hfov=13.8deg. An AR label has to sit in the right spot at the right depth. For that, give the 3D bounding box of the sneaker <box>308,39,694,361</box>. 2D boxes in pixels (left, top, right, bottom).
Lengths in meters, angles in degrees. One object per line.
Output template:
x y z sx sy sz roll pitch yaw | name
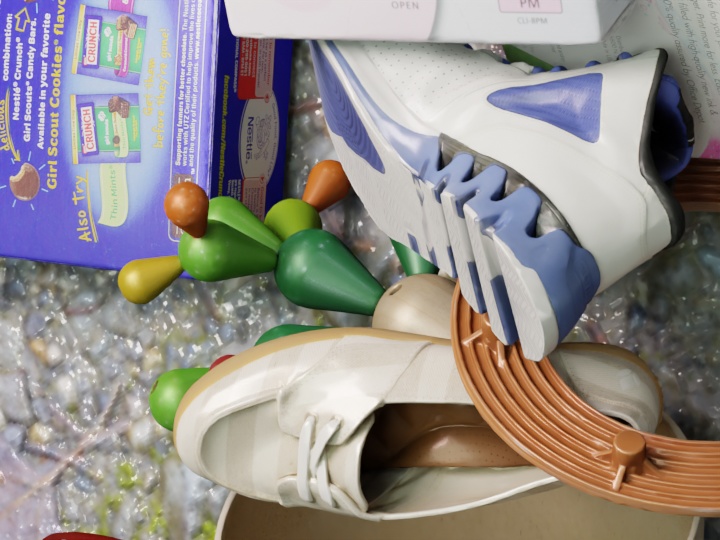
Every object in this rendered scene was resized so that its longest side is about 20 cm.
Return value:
0.067 -0.051 1.184 0.200 0.115 0.081 48 158 43 | sneaker

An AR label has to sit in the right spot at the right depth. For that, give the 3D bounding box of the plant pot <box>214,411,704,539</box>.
0.050 0.150 1.232 0.199 0.200 0.135 11 132 29 | plant pot

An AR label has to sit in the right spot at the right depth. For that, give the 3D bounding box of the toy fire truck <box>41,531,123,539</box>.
-0.119 0.198 1.323 0.199 0.168 0.113 19 101 28 | toy fire truck

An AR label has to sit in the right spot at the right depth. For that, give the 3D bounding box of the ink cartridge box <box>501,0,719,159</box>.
0.155 -0.107 1.183 0.199 0.067 0.118 6 136 30 | ink cartridge box

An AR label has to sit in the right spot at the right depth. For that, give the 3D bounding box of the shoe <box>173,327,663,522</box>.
0.021 0.062 1.183 0.198 0.053 0.070 -5 113 7 | shoe

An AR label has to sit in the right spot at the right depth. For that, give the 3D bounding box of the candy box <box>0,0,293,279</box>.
-0.133 -0.090 1.376 0.199 0.077 0.170 7 96 29 | candy box

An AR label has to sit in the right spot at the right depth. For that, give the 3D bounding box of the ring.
0.135 0.016 1.170 0.200 0.200 0.019 28 142 26 | ring

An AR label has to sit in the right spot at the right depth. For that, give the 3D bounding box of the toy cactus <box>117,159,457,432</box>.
0.000 0.000 1.259 0.164 0.200 0.103 29 143 23 | toy cactus

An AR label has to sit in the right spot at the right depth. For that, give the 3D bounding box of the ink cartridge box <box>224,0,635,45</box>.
0.013 -0.185 1.125 0.161 0.057 0.201 4 124 26 | ink cartridge box
